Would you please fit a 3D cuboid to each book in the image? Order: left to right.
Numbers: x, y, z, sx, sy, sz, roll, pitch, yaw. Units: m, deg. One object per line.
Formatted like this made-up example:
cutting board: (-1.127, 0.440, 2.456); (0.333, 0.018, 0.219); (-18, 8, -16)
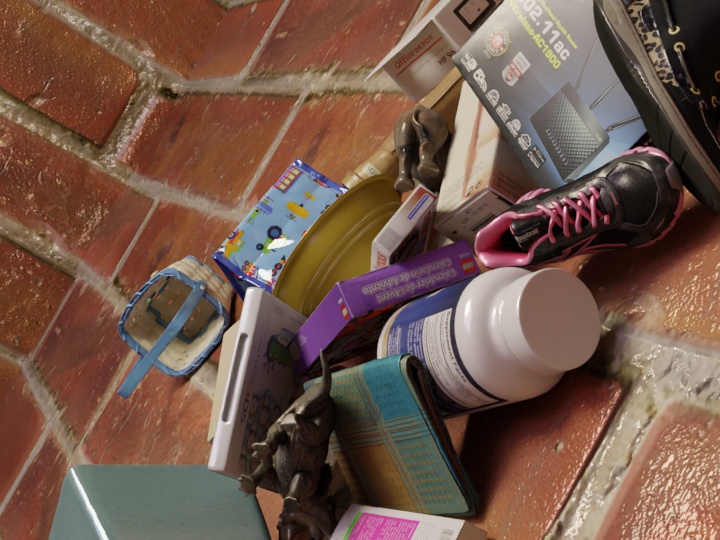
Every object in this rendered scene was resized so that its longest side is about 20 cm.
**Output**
book: (0.020, 0.268, 1.177); (0.200, 0.048, 0.134); (-9, 54, 63)

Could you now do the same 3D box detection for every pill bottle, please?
pill bottle: (0.108, 0.060, 1.167); (0.200, 0.111, 0.111); (-24, 39, 57)

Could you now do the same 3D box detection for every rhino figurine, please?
rhino figurine: (-0.039, 0.193, 1.387); (0.200, 0.060, 0.087); (-64, 17, -9)
rhino figurine: (0.080, -0.097, 1.415); (0.060, 0.200, 0.088); (-6, 66, 16)

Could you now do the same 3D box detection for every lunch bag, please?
lunch bag: (-0.066, -0.004, 1.589); (0.151, 0.094, 0.200); (-50, -26, -15)

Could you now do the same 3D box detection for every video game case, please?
video game case: (-0.087, 0.130, 1.417); (0.024, 0.200, 0.183); (6, 76, 21)

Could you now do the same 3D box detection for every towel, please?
towel: (0.024, 0.151, 1.229); (0.022, 0.147, 0.200); (-25, 1, -29)

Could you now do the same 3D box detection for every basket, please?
basket: (-0.276, 0.083, 2.015); (0.176, 0.139, 0.200); (-48, 13, 26)

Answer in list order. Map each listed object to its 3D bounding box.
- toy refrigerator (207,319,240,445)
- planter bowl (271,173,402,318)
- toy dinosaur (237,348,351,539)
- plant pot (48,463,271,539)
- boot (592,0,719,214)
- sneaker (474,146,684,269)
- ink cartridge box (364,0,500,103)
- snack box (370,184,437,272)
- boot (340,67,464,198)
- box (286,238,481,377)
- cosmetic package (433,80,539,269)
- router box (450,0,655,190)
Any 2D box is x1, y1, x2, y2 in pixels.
toy refrigerator: (-0.127, 0.138, 1.689); (0.076, 0.070, 0.200); (-41, 27, 26)
planter bowl: (0.000, 0.000, 1.499); (0.200, 0.083, 0.201); (-44, -19, -20)
toy dinosaur: (-0.055, 0.156, 1.254); (0.102, 0.077, 0.201); (-34, -52, -63)
plant pot: (-0.188, 0.325, 1.344); (0.200, 0.195, 0.197); (49, 127, 51)
boot: (0.288, -0.159, 1.077); (0.153, 0.074, 0.204); (-25, 68, 0)
sneaker: (0.170, -0.040, 1.118); (0.200, 0.095, 0.079); (-25, 83, 51)
ink cartridge box: (0.101, -0.276, 1.643); (0.116, 0.068, 0.200); (-35, 11, 50)
snack box: (0.039, -0.022, 1.342); (0.072, 0.024, 0.200); (-52, -8, -11)
boot: (0.073, -0.140, 1.604); (0.200, 0.066, 0.175); (-46, -8, -3)
box: (0.018, 0.039, 1.335); (0.137, 0.039, 0.200); (-20, -13, -22)
cosmetic package: (0.146, -0.109, 1.332); (0.087, 0.103, 0.200); (-38, 31, 44)
router box: (0.189, -0.165, 1.214); (0.150, 0.062, 0.200); (-47, 61, 30)
